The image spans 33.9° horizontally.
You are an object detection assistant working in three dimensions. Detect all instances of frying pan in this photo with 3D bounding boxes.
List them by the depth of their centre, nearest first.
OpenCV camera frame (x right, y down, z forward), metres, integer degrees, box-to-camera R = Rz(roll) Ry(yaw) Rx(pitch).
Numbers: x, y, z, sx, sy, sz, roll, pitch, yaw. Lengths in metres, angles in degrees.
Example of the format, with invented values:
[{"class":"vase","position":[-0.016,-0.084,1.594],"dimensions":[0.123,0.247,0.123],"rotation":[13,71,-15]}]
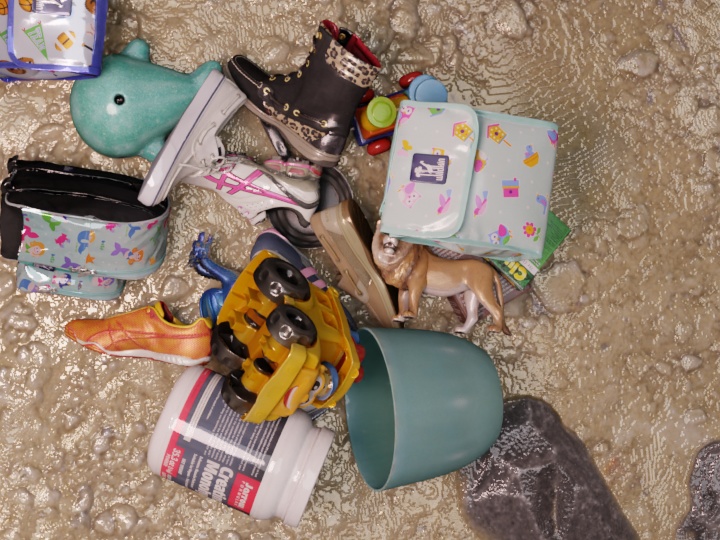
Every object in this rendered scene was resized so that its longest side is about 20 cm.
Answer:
[{"class":"frying pan","position":[-0.093,-0.110,1.538],"dimensions":[0.190,0.031,0.115],"rotation":[41,91,6]}]

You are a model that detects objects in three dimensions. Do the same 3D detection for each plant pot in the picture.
[{"class":"plant pot","position":[0.084,0.166,1.488],"dimensions":[0.159,0.200,0.204],"rotation":[-4,92,-18]}]

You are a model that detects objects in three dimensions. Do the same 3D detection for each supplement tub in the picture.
[{"class":"supplement tub","position":[-0.143,0.212,1.422],"dimensions":[0.198,0.140,0.142],"rotation":[23,88,2]}]

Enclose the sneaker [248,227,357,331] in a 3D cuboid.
[{"class":"sneaker","position":[-0.066,0.023,1.522],"dimensions":[0.070,0.083,0.200],"rotation":[-26,124,22]}]

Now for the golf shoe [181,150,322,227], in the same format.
[{"class":"golf shoe","position":[-0.148,-0.105,1.498],"dimensions":[0.197,0.073,0.093],"rotation":[8,94,10]}]

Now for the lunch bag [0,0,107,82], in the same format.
[{"class":"lunch bag","position":[-0.387,-0.316,1.416],"dimensions":[0.198,0.123,0.173],"rotation":[6,94,29]}]

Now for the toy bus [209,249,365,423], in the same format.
[{"class":"toy bus","position":[-0.065,0.100,1.407],"dimensions":[0.191,0.201,0.136],"rotation":[25,116,-29]}]

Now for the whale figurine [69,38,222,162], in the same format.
[{"class":"whale figurine","position":[-0.264,-0.214,1.481],"dimensions":[0.197,0.104,0.161],"rotation":[-10,92,-9]}]

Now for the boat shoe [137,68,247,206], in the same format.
[{"class":"boat shoe","position":[-0.191,-0.146,1.429],"dimensions":[0.086,0.075,0.203],"rotation":[33,57,-12]}]

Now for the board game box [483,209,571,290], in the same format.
[{"class":"board game box","position":[0.164,-0.079,1.503],"dimensions":[0.200,0.023,0.105],"rotation":[43,80,-6]}]

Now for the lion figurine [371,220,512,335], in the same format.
[{"class":"lion figurine","position":[0.105,0.009,1.481],"dimensions":[0.197,0.072,0.124],"rotation":[13,76,-13]}]

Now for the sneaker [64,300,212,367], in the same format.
[{"class":"sneaker","position":[-0.276,0.075,1.490],"dimensions":[0.197,0.073,0.078],"rotation":[5,89,10]}]

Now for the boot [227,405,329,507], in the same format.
[{"class":"boot","position":[-0.106,0.224,1.529],"dimensions":[0.198,0.073,0.091],"rotation":[-27,99,3]}]

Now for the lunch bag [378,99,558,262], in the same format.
[{"class":"lunch bag","position":[0.125,-0.107,1.420],"dimensions":[0.197,0.122,0.173],"rotation":[11,86,-15]}]

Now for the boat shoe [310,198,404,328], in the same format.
[{"class":"boat shoe","position":[0.000,0.000,1.521],"dimensions":[0.064,0.072,0.201],"rotation":[-18,117,17]}]

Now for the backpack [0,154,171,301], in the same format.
[{"class":"backpack","position":[-0.332,-0.051,1.443],"dimensions":[0.197,0.178,0.152],"rotation":[1,113,-11]}]

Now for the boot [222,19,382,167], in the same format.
[{"class":"boot","position":[-0.071,-0.244,1.469],"dimensions":[0.200,0.073,0.151],"rotation":[45,121,20]}]

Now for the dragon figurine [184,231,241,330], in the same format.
[{"class":"dragon figurine","position":[-0.176,0.051,1.518],"dimensions":[0.098,0.059,0.203],"rotation":[-2,91,-6]}]

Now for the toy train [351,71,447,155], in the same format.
[{"class":"toy train","position":[0.015,-0.193,1.507],"dimensions":[0.198,0.116,0.086],"rotation":[-20,93,-6]}]

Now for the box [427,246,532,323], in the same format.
[{"class":"box","position":[0.129,-0.038,1.546],"dimensions":[0.099,0.075,0.202],"rotation":[-30,96,-5]}]
